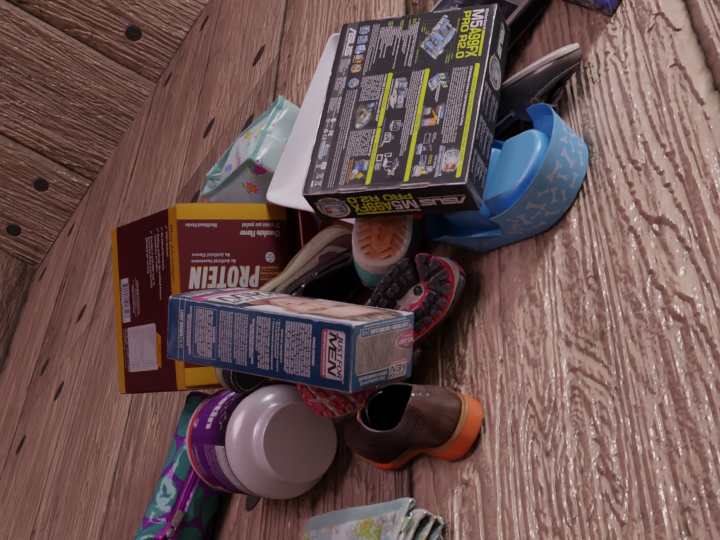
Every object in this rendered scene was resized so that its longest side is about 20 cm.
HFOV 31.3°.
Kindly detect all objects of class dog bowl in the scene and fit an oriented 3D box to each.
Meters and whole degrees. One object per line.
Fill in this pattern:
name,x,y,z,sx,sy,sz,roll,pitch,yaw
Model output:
dog bowl,0.130,-0.075,1.145,0.200,0.049,0.112,-20,46,62

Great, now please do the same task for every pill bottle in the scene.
pill bottle,-0.098,0.172,1.299,0.200,0.112,0.113,-15,50,64

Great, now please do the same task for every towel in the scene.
towel,-0.013,0.278,1.046,0.200,0.048,0.172,-29,37,58

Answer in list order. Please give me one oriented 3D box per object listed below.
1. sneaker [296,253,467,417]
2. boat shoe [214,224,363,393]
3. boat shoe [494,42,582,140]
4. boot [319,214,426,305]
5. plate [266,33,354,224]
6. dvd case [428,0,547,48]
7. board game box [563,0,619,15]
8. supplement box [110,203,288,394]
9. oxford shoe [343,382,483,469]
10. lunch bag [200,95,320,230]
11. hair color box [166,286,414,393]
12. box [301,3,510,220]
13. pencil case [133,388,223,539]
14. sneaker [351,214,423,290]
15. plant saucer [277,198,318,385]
sneaker,0.022,0.064,1.181,0.200,0.081,0.075,-40,-15,21
boat shoe,-0.060,0.042,1.254,0.200,0.072,0.065,-48,42,-15
boat shoe,0.147,-0.151,1.212,0.067,0.057,0.200,-32,2,-38
boot,0.000,0.000,1.362,0.200,0.077,0.156,-19,50,53
plate,0.005,-0.144,1.338,0.200,0.032,0.200,17,83,47
dvd case,0.093,-0.233,1.377,0.200,0.025,0.150,-48,34,1
board game box,0.208,-0.349,1.234,0.160,0.097,0.200,-59,20,9
supplement box,-0.180,0.035,1.448,0.200,0.132,0.198,-11,81,59
oxford shoe,0.027,0.124,1.106,0.200,0.072,0.071,-25,42,60
lunch bag,-0.087,-0.094,1.537,0.200,0.170,0.122,-33,29,57
hair color box,-0.063,0.057,1.126,0.200,0.100,0.061,8,99,32
box,0.043,-0.144,1.168,0.160,0.044,0.201,-3,59,24
pencil case,-0.193,0.241,1.491,0.092,0.085,0.200,120,169,-66
sneaker,0.031,-0.074,1.222,0.080,0.071,0.200,101,-173,-63
plant saucer,-0.093,0.034,1.465,0.200,0.037,0.200,-18,76,59
